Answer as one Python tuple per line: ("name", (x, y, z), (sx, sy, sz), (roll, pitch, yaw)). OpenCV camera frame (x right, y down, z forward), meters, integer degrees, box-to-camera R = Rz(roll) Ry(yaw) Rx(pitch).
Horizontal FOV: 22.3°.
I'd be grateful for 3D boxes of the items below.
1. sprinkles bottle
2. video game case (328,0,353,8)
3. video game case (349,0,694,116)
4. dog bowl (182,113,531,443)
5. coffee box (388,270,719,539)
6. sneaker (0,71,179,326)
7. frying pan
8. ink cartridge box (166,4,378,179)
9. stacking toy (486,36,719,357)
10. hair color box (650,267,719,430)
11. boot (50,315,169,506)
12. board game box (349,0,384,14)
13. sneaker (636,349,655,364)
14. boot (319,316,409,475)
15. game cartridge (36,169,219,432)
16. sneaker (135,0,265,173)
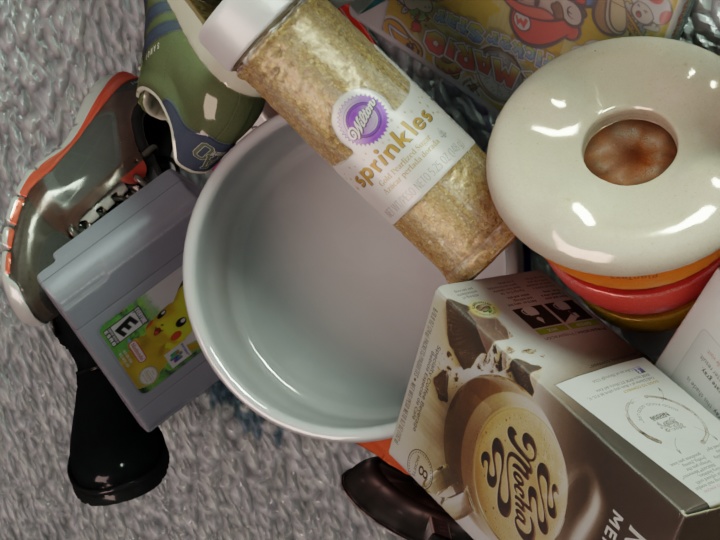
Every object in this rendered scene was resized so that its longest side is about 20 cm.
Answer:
("sprinkles bottle", (0.005, -0.081, 0.993), (0.200, 0.068, 0.068), (44, 141, -2))
("video game case", (-0.020, -0.243, 0.952), (0.182, 0.022, 0.200), (-15, 107, 50))
("video game case", (0.088, -0.165, 1.008), (0.200, 0.023, 0.182), (36, 138, 21))
("dog bowl", (0.000, 0.000, 1.085), (0.200, 0.079, 0.200), (0, 88, 12))
("coffee box", (0.112, 0.102, 0.946), (0.200, 0.080, 0.113), (42, 129, 41))
("sneaker", (-0.172, -0.051, 1.232), (0.082, 0.200, 0.077), (9, 154, 29))
("frying pan", (0.033, 0.164, 1.198), (0.115, 0.190, 0.031), (26, 103, 7))
("ink cartridge box", (-0.026, -0.070, 1.178), (0.200, 0.044, 0.174), (55, 143, 0))
("stacking toy", (0.150, -0.014, 0.983), (0.146, 0.146, 0.200), (29, 157, 28))
("hair color box", (0.194, 0.100, 0.957), (0.111, 0.064, 0.200), (54, 135, 30))
("boot", (-0.204, 0.062, 1.368), (0.200, 0.076, 0.168), (-104, -3, -65))
("board game box", (0.017, -0.250, 0.964), (0.151, 0.047, 0.200), (54, 142, 1))
("sneaker", (0.145, 0.115, 1.116), (0.078, 0.082, 0.200), (47, 158, 17))
("boot", (0.028, 0.097, 1.206), (0.200, 0.075, 0.107), (45, 148, -13))
("game cartridge", (-0.129, 0.021, 1.247), (0.040, 0.133, 0.200), (42, 167, 32))
("sneaker", (-0.114, -0.137, 1.125), (0.090, 0.067, 0.200), (-58, 38, 23))
